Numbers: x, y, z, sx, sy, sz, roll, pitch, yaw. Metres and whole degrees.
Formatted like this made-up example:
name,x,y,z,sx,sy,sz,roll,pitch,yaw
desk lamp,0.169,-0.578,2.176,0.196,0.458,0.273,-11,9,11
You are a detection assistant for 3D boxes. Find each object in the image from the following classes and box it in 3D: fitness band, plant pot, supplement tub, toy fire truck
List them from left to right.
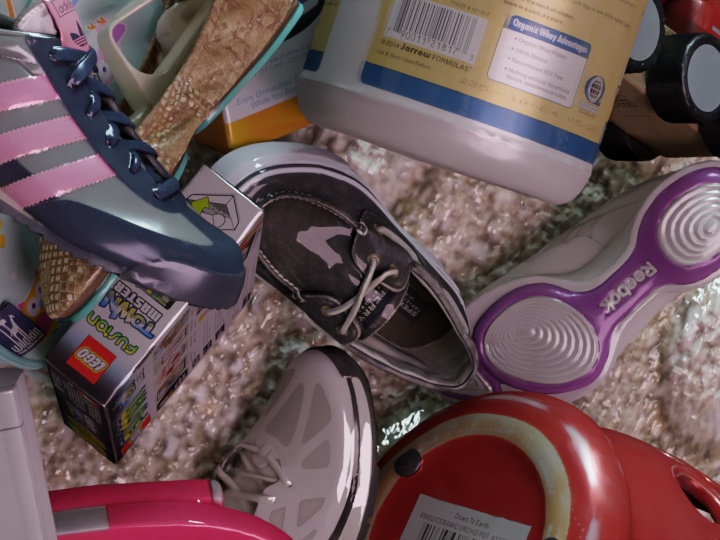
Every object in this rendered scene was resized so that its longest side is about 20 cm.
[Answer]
name,x,y,z,sx,sy,sz,roll,pitch,yaw
fitness band,-0.118,0.169,1.299,0.199,0.037,0.144,-4,123,-8
supplement tub,0.065,-0.144,1.263,0.144,0.145,0.201,17,93,-39
plant pot,0.100,0.167,1.407,0.182,0.200,0.201,39,81,-43
toy fire truck,0.168,-0.173,1.410,0.176,0.128,0.201,29,69,-44

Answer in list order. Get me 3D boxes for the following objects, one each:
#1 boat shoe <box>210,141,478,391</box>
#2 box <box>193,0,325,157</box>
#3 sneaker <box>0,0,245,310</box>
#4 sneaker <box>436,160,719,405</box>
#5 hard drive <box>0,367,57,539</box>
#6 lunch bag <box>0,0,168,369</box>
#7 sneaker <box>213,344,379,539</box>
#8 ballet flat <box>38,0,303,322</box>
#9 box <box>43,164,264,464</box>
name,x,y,z,sx,sy,sz,roll,pitch,yaw
boat shoe,0.000,0.000,1.340,0.072,0.071,0.200,-47,137,12
box,-0.039,-0.168,1.294,0.119,0.041,0.201,-23,116,-29
sneaker,-0.119,-0.062,1.065,0.200,0.070,0.082,33,100,-5
sneaker,0.126,0.012,1.456,0.200,0.100,0.075,-32,94,3
hard drive,-0.201,0.141,1.239,0.131,0.027,0.201,-3,115,10
lunch bag,-0.162,-0.063,1.177,0.160,0.077,0.200,47,58,-48
sneaker,-0.066,0.131,1.355,0.115,0.076,0.201,7,104,-40
ballet flat,-0.097,-0.068,1.162,0.065,0.070,0.200,43,55,-19
box,-0.092,0.025,1.236,0.035,0.200,0.110,38,79,4
